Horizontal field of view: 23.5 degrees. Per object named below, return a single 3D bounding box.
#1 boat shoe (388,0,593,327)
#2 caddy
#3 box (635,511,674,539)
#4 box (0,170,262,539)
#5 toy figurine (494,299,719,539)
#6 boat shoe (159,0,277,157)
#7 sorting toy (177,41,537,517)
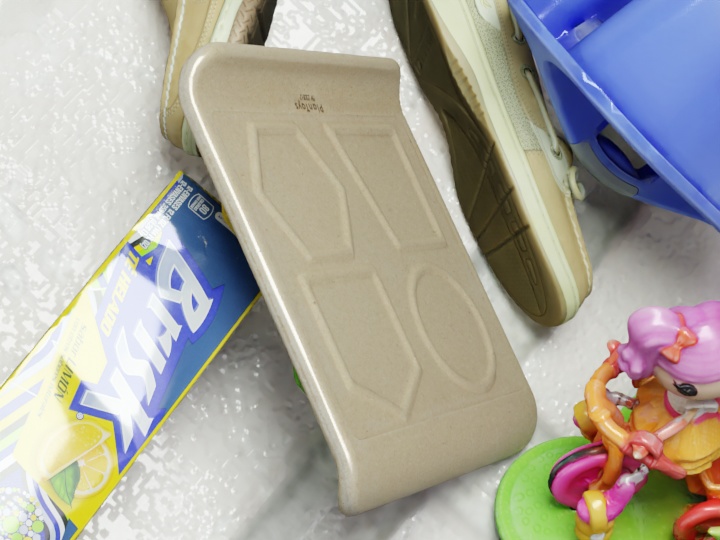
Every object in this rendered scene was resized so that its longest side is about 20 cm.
[{"bbox_3d":[0.075,-0.073,0.846,0.062,0.073,0.203,-17,73,-18],"label":"boat shoe"},{"bbox_3d":[0.147,-0.081,0.816,0.199,0.105,0.142,35,18,-41],"label":"caddy"},{"bbox_3d":[0.194,0.169,0.831,0.199,0.036,0.145,-34,86,-26],"label":"box"},{"bbox_3d":[-0.119,0.056,0.740,0.064,0.070,0.201,39,66,-7],"label":"box"},{"bbox_3d":[0.159,0.050,0.749,0.197,0.185,0.151,-6,50,-2],"label":"toy figurine"},{"bbox_3d":[-0.075,-0.146,0.825,0.075,0.072,0.202,14,60,-1],"label":"boat shoe"},{"bbox_3d":[0.000,0.000,0.773,0.185,0.036,0.202,-7,75,-61],"label":"sorting toy"}]
